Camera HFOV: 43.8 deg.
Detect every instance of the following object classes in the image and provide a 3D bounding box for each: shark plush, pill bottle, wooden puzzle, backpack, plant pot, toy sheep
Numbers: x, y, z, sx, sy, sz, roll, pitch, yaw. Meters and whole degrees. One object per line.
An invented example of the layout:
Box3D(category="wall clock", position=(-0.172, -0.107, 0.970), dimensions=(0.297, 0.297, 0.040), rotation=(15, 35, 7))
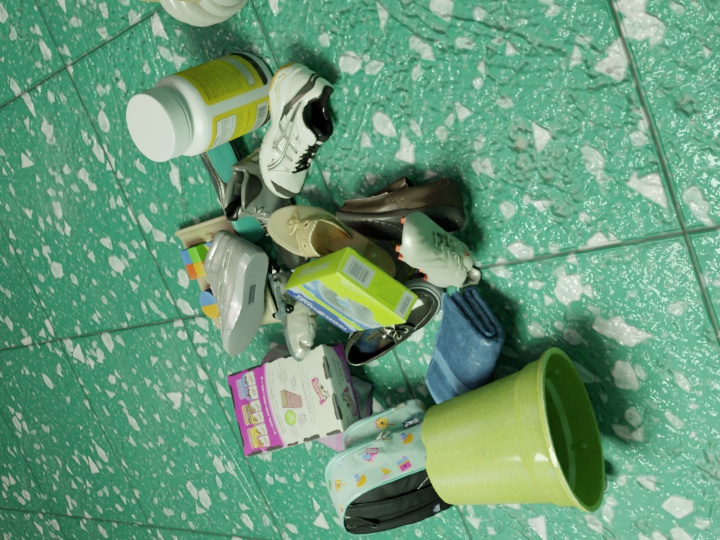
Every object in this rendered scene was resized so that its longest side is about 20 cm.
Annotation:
Box3D(category="shark plush", position=(-0.123, 0.048, 1.384), dimensions=(0.200, 0.091, 0.084), rotation=(45, 124, 36))
Box3D(category="pill bottle", position=(-0.221, -0.229, 1.258), dimensions=(0.114, 0.200, 0.115), rotation=(20, 126, 31))
Box3D(category="wooden puzzle", position=(-0.233, 0.013, 1.517), dimensions=(0.185, 0.046, 0.201), rotation=(-12, 106, 47))
Box3D(category="backpack", position=(0.045, 0.295, 1.314), dimensions=(0.154, 0.199, 0.176), rotation=(57, 165, 33))
Box3D(category="plant pot", position=(0.185, 0.216, 1.130), dimensions=(0.184, 0.200, 0.201), rotation=(-18, 102, 28))
Box3D(category="toy sheep", position=(-0.215, -0.394, 1.207), dimensions=(0.200, 0.138, 0.138), rotation=(22, 127, 42))

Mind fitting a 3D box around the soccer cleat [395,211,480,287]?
Box3D(category="soccer cleat", position=(0.102, -0.024, 1.134), dimensions=(0.077, 0.200, 0.070), rotation=(7, 76, 21))

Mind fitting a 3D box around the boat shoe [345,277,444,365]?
Box3D(category="boat shoe", position=(0.047, 0.081, 1.292), dimensions=(0.069, 0.057, 0.200), rotation=(39, 133, -11))

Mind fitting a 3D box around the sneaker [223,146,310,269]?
Box3D(category="sneaker", position=(-0.151, -0.077, 1.347), dimensions=(0.075, 0.115, 0.201), rotation=(-4, 111, 42))

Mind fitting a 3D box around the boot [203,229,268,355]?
Box3D(category="boot", position=(-0.207, 0.032, 1.433), dimensions=(0.095, 0.073, 0.201), rotation=(32, 121, 30))

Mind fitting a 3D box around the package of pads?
Box3D(category="package of pads", position=(-0.073, 0.211, 1.477), dimensions=(0.200, 0.076, 0.121), rotation=(22, 123, 31))

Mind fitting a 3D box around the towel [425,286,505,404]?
Box3D(category="towel", position=(0.138, 0.125, 1.224), dimensions=(0.200, 0.048, 0.112), rotation=(100, 148, -43))

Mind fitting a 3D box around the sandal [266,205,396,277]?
Box3D(category="sandal", position=(-0.046, -0.049, 1.254), dimensions=(0.211, 0.078, 0.070), rotation=(28, 165, 19))

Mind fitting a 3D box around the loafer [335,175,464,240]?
Box3D(category="loafer", position=(0.057, -0.086, 1.201), dimensions=(0.199, 0.071, 0.073), rotation=(0, 158, 35))

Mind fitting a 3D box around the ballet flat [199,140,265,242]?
Box3D(category="ballet flat", position=(-0.201, -0.139, 1.395), dimensions=(0.073, 0.073, 0.200), rotation=(6, 129, 39))

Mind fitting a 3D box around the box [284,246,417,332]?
Box3D(category="box", position=(-0.022, 0.032, 1.248), dimensions=(0.122, 0.048, 0.200), rotation=(36, 157, -18))

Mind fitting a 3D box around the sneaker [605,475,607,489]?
Box3D(category="sneaker", position=(0.240, 0.246, 1.221), dimensions=(0.199, 0.076, 0.088), rotation=(17, 124, 33))

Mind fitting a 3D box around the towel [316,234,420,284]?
Box3D(category="towel", position=(0.000, 0.000, 1.327), dimensions=(0.144, 0.023, 0.200), rotation=(46, 135, 10))

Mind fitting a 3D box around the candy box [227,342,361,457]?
Box3D(category="candy box", position=(-0.105, 0.203, 1.401), dimensions=(0.200, 0.061, 0.137), rotation=(-20, 79, 32))

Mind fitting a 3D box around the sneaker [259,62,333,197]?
Box3D(category="sneaker", position=(-0.084, -0.182, 1.246), dimensions=(0.087, 0.076, 0.201), rotation=(27, 130, 27))
